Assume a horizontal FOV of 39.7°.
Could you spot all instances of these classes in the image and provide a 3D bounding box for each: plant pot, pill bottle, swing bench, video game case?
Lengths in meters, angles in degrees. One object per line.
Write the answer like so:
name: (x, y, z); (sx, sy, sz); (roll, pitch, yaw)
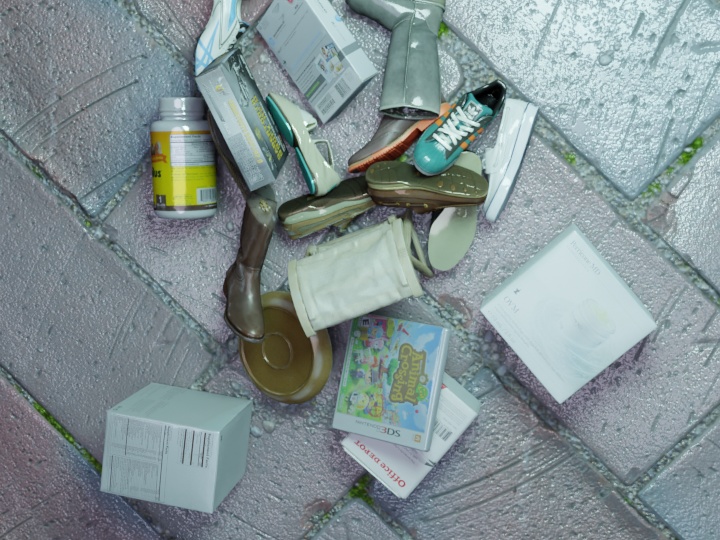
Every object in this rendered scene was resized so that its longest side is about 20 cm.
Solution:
plant pot: (-0.138, 0.136, 1.714); (0.199, 0.027, 0.202); (7, 104, 30)
pill bottle: (-0.300, -0.191, 1.692); (0.108, 0.109, 0.202); (1, 98, 11)
swing bench: (0.000, 0.000, 1.615); (0.198, 0.200, 0.131); (-20, 94, 12)
video game case: (0.049, 0.180, 1.642); (0.181, 0.022, 0.202); (9, 86, 30)

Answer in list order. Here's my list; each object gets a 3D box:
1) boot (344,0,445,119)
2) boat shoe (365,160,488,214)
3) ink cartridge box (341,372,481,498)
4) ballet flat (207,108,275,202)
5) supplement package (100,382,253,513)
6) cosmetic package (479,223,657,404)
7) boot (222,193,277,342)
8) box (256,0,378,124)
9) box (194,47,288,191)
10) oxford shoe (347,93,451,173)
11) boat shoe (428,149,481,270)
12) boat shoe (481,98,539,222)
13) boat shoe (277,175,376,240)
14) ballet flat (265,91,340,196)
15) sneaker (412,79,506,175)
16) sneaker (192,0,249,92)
boot: (0.051, -0.348, 1.601); (0.180, 0.073, 0.202); (8, 87, 10)
boat shoe: (0.107, -0.128, 1.589); (0.198, 0.072, 0.068); (7, 134, 15)
ink cartridge box: (0.086, 0.261, 1.694); (0.147, 0.083, 0.200); (40, 103, 5)
ballet flat: (-0.209, -0.188, 1.690); (0.046, 0.067, 0.201); (-6, 119, 48)
supplement package: (-0.313, 0.301, 1.720); (0.198, 0.191, 0.148); (9, 100, 10)
cosmetic package: (0.332, 0.067, 1.602); (0.200, 0.123, 0.200); (-41, 89, 12)
boot: (-0.173, -0.009, 1.645); (0.064, 0.187, 0.201); (5, 124, -29)
box: (-0.074, -0.358, 1.613); (0.201, 0.041, 0.156); (54, 148, 0)
box: (-0.188, -0.248, 1.614); (0.048, 0.159, 0.201); (-21, 109, 12)
oxford shoe: (0.055, -0.232, 1.646); (0.199, 0.071, 0.073); (-33, 81, 5)
boat shoe: (0.155, -0.101, 1.644); (0.073, 0.063, 0.203); (9, 103, -7)
boat shoe: (0.229, -0.180, 1.619); (0.065, 0.074, 0.201); (20, 91, 12)
boat shoe: (-0.037, -0.102, 1.684); (0.199, 0.072, 0.077); (-15, 121, 12)
ballet flat: (-0.091, -0.219, 1.672); (0.069, 0.069, 0.201); (-28, 80, 13)
sneaker: (0.157, -0.232, 1.563); (0.071, 0.080, 0.200); (41, 65, 5)
sneaker: (-0.232, -0.391, 1.673); (0.072, 0.072, 0.201); (20, 104, 0)
